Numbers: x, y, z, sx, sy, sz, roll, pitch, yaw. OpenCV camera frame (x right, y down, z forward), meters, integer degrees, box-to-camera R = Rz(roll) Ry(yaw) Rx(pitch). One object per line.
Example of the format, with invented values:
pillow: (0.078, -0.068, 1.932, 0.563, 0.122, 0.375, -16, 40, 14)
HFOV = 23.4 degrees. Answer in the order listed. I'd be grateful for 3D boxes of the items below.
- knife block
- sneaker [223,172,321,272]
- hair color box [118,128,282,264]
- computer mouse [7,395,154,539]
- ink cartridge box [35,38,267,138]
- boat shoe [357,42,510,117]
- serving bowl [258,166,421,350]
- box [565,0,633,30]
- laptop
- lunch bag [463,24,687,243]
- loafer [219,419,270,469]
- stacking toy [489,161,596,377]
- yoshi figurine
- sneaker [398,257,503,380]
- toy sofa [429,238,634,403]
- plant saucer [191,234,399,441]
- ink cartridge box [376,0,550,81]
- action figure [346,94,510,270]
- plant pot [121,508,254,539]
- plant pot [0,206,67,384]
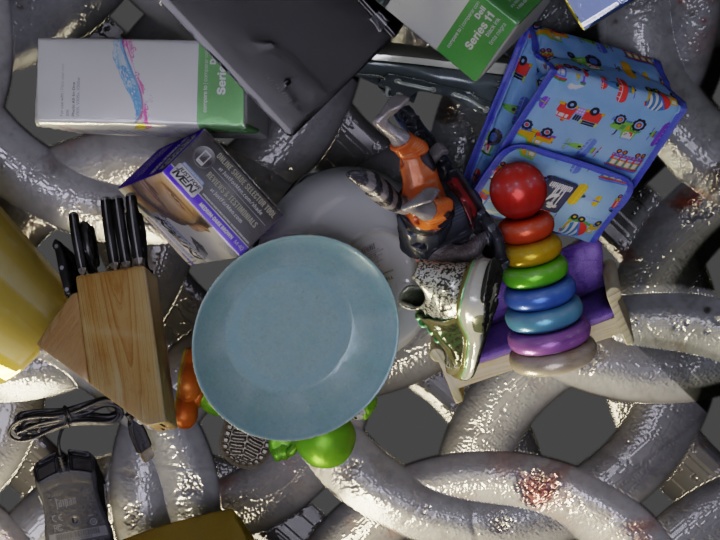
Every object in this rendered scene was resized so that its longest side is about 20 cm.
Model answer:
knife block: (-0.219, 0.033, 1.681, 0.200, 0.064, 0.176, 35, 85, 10)
sneaker: (-0.063, 0.010, 1.729, 0.115, 0.076, 0.200, 39, 86, -18)
hair color box: (-0.157, -0.066, 1.664, 0.065, 0.200, 0.109, -46, 102, -17)
computer mouse: (-0.284, 0.224, 1.866, 0.140, 0.046, 0.201, -15, 107, -1)
ink cartridge box: (-0.195, -0.172, 1.650, 0.199, 0.145, 0.088, 0, 91, 5)
boat shoe: (0.046, -0.183, 1.673, 0.199, 0.073, 0.062, 5, 108, -3)
serving bowl: (0.000, 0.000, 1.693, 0.199, 0.066, 0.201, -3, 97, -28)
box: (0.184, -0.328, 1.613, 0.070, 0.064, 0.200, -30, 104, 14)
laptop: (-0.061, -0.263, 1.603, 0.116, 0.200, 0.187, -36, 104, 32)
lunch bag: (0.192, -0.116, 1.669, 0.150, 0.094, 0.200, 12, 124, -21)
loafer: (-0.092, 0.104, 1.792, 0.075, 0.068, 0.201, 25, 94, -6)
stacking toy: (0.166, -0.006, 1.636, 0.085, 0.085, 0.201, -10, 105, 8)
yoshi figurine: (-0.084, 0.142, 1.713, 0.199, 0.112, 0.112, 8, 104, -6)
sneaker: (0.080, 0.035, 1.625, 0.088, 0.077, 0.200, 18, 153, 8)
toy sofa: (0.166, 0.048, 1.739, 0.199, 0.083, 0.098, -19, 108, 11)
plant saucer: (-0.064, 0.059, 1.624, 0.200, 0.039, 0.202, -6, 108, -17)
ink cartridge box: (0.074, -0.286, 1.555, 0.200, 0.147, 0.083, 39, 135, 3)
action figure: (0.047, -0.077, 1.607, 0.104, 0.200, 0.194, -31, 147, -2)
plant pot: (-0.161, 0.371, 1.820, 0.176, 0.200, 0.200, -33, 118, -4)
plant pot: (-0.401, 0.010, 1.728, 0.201, 0.201, 0.189, -42, 118, 17)
